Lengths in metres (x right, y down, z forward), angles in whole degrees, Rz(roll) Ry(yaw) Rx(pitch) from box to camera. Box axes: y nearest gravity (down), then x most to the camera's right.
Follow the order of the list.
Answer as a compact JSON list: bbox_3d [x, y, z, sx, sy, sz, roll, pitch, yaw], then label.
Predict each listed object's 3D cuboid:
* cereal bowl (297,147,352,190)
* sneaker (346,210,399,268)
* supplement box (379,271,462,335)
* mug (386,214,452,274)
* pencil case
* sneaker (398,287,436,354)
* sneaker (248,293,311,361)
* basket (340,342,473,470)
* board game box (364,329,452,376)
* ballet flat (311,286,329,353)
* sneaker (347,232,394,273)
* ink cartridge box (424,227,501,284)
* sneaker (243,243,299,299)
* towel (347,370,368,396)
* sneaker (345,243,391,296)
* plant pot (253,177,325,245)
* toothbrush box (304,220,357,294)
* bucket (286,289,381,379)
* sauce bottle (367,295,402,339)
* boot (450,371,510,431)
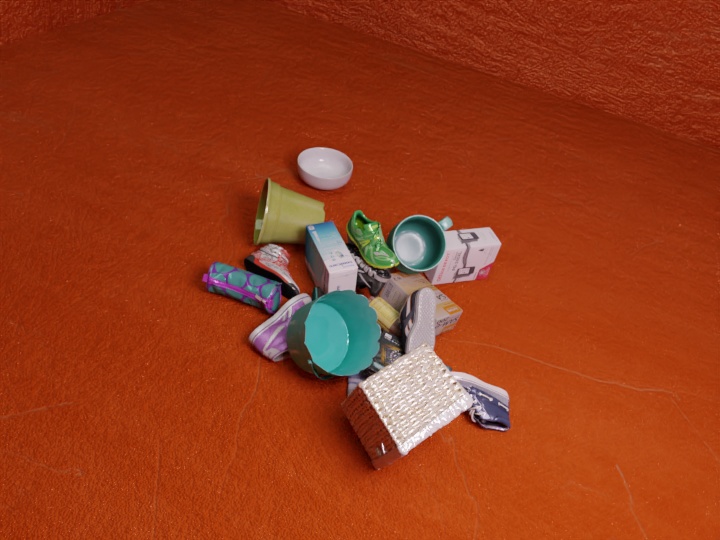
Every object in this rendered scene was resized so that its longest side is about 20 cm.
[{"bbox_3d":[-0.127,-0.345,1.859,0.197,0.084,0.201,6,43,-6],"label":"cereal bowl"},{"bbox_3d":[0.028,-0.081,1.396,0.074,0.084,0.200,-24,57,-30],"label":"sneaker"},{"bbox_3d":[0.161,0.086,1.443,0.125,0.074,0.200,-13,45,-46],"label":"supplement box"},{"bbox_3d":[0.161,-0.068,1.459,0.182,0.114,0.154,-1,84,-13],"label":"mug"},{"bbox_3d":[-0.307,0.044,1.396,0.198,0.086,0.092,18,14,8],"label":"pencil case"},{"bbox_3d":[0.138,0.147,1.314,0.078,0.079,0.202,23,68,-26],"label":"sneaker"},{"bbox_3d":[-0.171,0.150,1.331,0.114,0.073,0.200,35,57,19],"label":"sneaker"},{"bbox_3d":[0.090,0.281,1.105,0.199,0.199,0.162,-26,73,-26],"label":"basket"},{"bbox_3d":[0.119,0.243,1.284,0.198,0.028,0.136,30,42,1],"label":"board game box"},{"bbox_3d":[-0.099,0.134,1.368,0.068,0.068,0.202,13,51,-13],"label":"ballet flat"},{"bbox_3d":[0.036,-0.064,1.540,0.115,0.202,0.073,-24,12,-38],"label":"sneaker"},{"bbox_3d":[0.296,-0.042,1.578,0.197,0.146,0.084,-7,45,-19],"label":"ink cartridge box"},{"bbox_3d":[-0.221,-0.005,1.482,0.200,0.068,0.108,30,48,23],"label":"sneaker"},{"bbox_3d":[0.041,0.272,1.273,0.145,0.024,0.201,7,43,-4],"label":"towel"},{"bbox_3d":[0.000,0.000,1.445,0.066,0.091,0.200,0,31,-42],"label":"sneaker"},{"bbox_3d":[-0.209,-0.157,1.579,0.182,0.202,0.202,10,40,-19],"label":"plant pot"},{"bbox_3d":[-0.085,-0.015,1.462,0.084,0.148,0.201,-11,46,-19],"label":"toothbrush box"},{"bbox_3d":[-0.067,0.152,1.240,0.205,0.134,0.210,8,74,-30],"label":"bucket"},{"bbox_3d":[0.091,0.145,1.394,0.066,0.066,0.200,-28,57,-35],"label":"sauce bottle"},{"bbox_3d":[0.264,0.305,1.232,0.198,0.073,0.091,18,44,-12],"label":"boot"}]
